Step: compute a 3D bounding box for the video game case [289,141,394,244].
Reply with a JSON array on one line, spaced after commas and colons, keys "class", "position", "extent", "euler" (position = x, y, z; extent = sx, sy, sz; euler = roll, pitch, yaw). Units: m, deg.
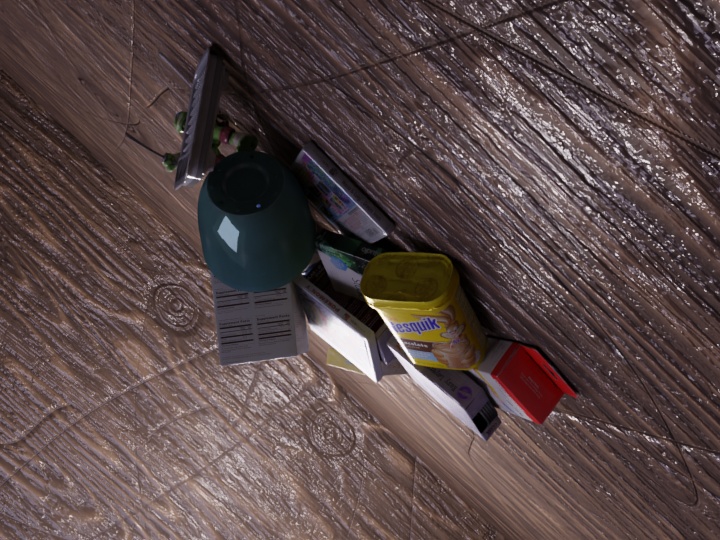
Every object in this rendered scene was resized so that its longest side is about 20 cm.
[{"class": "video game case", "position": [-0.039, -0.114, 1.225], "extent": [0.182, 0.024, 0.200], "euler": [45, 167, -6]}]

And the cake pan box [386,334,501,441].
[{"class": "cake pan box", "position": [0.148, 0.198, 1.319], "extent": [0.199, 0.052, 0.185], "euler": [38, 172, 34]}]

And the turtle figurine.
[{"class": "turtle figurine", "position": [-0.288, -0.231, 1.323], "extent": [0.192, 0.145, 0.201], "euler": [32, 168, 23]}]

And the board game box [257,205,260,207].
[{"class": "board game box", "position": [-0.186, -0.136, 1.521], "extent": [0.201, 0.038, 0.160], "euler": [56, 170, 49]}]

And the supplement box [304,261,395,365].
[{"class": "supplement box", "position": [-0.014, 0.078, 1.409], "extent": [0.198, 0.061, 0.109], "euler": [34, 161, 29]}]

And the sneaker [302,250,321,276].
[{"class": "sneaker", "position": [-0.126, -0.045, 1.605], "extent": [0.117, 0.080, 0.199], "euler": [61, 170, -15]}]

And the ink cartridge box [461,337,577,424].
[{"class": "ink cartridge box", "position": [0.239, 0.172, 1.212], "extent": [0.116, 0.067, 0.199], "euler": [45, 167, -15]}]

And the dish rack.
[{"class": "dish rack", "position": [-0.242, -0.224, 1.167], "extent": [0.043, 0.205, 0.171], "euler": [10, 177, -19]}]

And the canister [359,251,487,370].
[{"class": "canister", "position": [0.103, 0.067, 1.168], "extent": [0.146, 0.088, 0.201], "euler": [2, 145, 31]}]

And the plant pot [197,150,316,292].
[{"class": "plant pot", "position": [-0.175, -0.094, 1.233], "extent": [0.199, 0.201, 0.162], "euler": [36, 156, 22]}]

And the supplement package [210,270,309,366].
[{"class": "supplement package", "position": [-0.184, 0.062, 1.417], "extent": [0.191, 0.144, 0.205], "euler": [55, -151, -86]}]

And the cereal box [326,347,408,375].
[{"class": "cereal box", "position": [0.046, 0.188, 1.595], "extent": [0.142, 0.040, 0.198], "euler": [7, -178, 44]}]

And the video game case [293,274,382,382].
[{"class": "video game case", "position": [-0.039, 0.110, 1.396], "extent": [0.181, 0.023, 0.201], "euler": [37, 160, 24]}]

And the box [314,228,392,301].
[{"class": "box", "position": [0.026, 0.012, 1.284], "extent": [0.197, 0.037, 0.145], "euler": [18, 151, 27]}]
